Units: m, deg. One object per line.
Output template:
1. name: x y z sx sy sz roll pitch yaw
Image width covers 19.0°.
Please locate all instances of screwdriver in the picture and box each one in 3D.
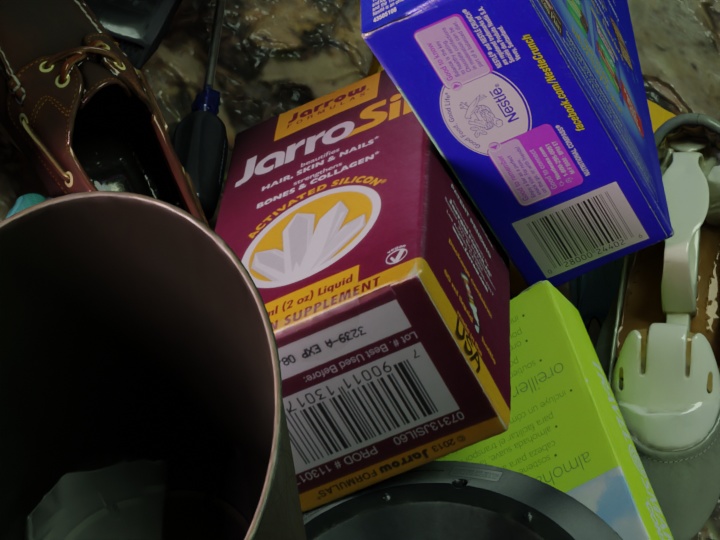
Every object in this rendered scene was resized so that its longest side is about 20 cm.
1. screwdriver: -0.073 -0.099 1.084 0.029 0.028 0.201 49 33 -34

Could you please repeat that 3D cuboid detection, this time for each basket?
1. basket: -0.079 0.105 0.756 0.135 0.201 0.181 -4 55 5

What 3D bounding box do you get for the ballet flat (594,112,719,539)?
1. ballet flat: 0.137 0.022 0.963 0.067 0.064 0.202 5 67 11

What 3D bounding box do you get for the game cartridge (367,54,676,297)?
1. game cartridge: 0.091 -0.054 1.151 0.199 0.033 0.177 26 44 -9

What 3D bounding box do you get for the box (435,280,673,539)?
1. box: 0.069 0.119 0.917 0.048 0.121 0.201 36 30 -54

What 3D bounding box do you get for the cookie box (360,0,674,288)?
1. cookie box: 0.066 -0.123 0.968 0.171 0.075 0.201 53 24 -38

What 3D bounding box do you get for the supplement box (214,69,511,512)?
1. supplement box: 0.000 0.000 0.932 0.086 0.110 0.201 59 18 -26

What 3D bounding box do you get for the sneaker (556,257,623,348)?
1. sneaker: 0.135 0.050 1.025 0.078 0.090 0.202 10 68 -26

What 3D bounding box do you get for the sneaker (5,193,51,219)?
1. sneaker: -0.186 0.022 0.874 0.079 0.078 0.200 32 42 8

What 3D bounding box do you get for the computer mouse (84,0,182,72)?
1. computer mouse: -0.136 -0.149 1.072 0.138 0.053 0.201 36 55 -4

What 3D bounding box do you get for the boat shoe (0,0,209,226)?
1. boat shoe: -0.120 -0.068 0.967 0.070 0.070 0.201 -25 79 -30

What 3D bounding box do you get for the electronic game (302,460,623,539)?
1. electronic game: 0.026 0.166 0.844 0.198 0.042 0.201 -5 57 8
